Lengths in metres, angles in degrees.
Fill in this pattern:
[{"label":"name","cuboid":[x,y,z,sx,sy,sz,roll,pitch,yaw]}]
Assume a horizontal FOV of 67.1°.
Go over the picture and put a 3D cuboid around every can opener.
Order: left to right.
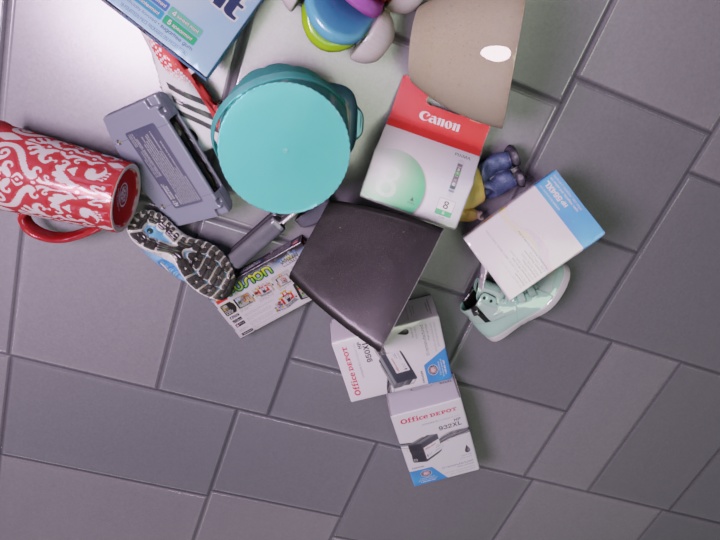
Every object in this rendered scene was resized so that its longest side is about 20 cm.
[{"label":"can opener","cuboid":[-0.135,-0.066,0.921,0.200,0.053,0.067,-39,112,15]}]

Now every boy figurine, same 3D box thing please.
[{"label":"boy figurine","cuboid":[0.170,-0.134,0.903,0.200,0.064,0.125,-22,114,7]}]

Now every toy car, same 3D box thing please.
[{"label":"toy car","cuboid":[-0.004,-0.384,0.721,0.175,0.150,0.200,34,109,-19]}]

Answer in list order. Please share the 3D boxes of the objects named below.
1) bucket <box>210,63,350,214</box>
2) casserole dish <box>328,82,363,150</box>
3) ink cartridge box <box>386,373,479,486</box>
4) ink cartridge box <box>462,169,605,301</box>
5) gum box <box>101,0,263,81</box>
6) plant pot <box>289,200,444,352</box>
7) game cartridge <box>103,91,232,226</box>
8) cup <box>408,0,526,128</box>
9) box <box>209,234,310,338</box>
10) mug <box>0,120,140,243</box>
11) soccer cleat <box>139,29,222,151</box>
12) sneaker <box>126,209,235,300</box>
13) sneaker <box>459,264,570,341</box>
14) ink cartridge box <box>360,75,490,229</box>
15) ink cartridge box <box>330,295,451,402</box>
[{"label":"bucket","cuboid":[-0.109,-0.186,0.771,0.207,0.135,0.208,-4,115,-8]},{"label":"casserole dish","cuboid":[-0.093,-0.231,0.852,0.199,0.039,0.121,1,116,-5]},{"label":"ink cartridge box","cuboid":[0.149,0.327,1.113,0.145,0.084,0.200,-16,116,4]},{"label":"ink cartridge box","cuboid":[0.263,-0.050,0.890,0.200,0.129,0.125,-37,88,11]},{"label":"gum box","cuboid":[-0.221,-0.392,0.727,0.170,0.045,0.200,35,90,-18]},{"label":"plant pot","cuboid":[0.000,0.000,0.868,0.177,0.200,0.200,27,84,5]},{"label":"game cartridge","cuboid":[-0.299,-0.165,0.840,0.133,0.042,0.200,-5,126,33]},{"label":"cup","cuboid":[0.147,-0.309,0.762,0.143,0.200,0.201,10,116,12]},{"label":"box","cuboid":[-0.162,0.031,0.975,0.200,0.035,0.110,-28,114,9]},{"label":"mug","cuboid":[-0.450,-0.126,0.829,0.199,0.134,0.178,13,157,-4]},{"label":"soccer cleat","cuboid":[-0.271,-0.268,0.807,0.085,0.069,0.200,-31,119,6]},{"label":"sneaker","cuboid":[-0.298,-0.024,0.920,0.200,0.090,0.078,41,69,-11]},{"label":"sneaker","cuboid":[0.276,0.038,0.984,0.118,0.074,0.200,37,111,-26]},{"label":"ink cartridge box","cuboid":[0.106,-0.183,0.841,0.161,0.050,0.200,19,102,2]},{"label":"ink cartridge box","cuboid":[0.056,0.148,1.020,0.199,0.084,0.145,-14,115,4]}]
